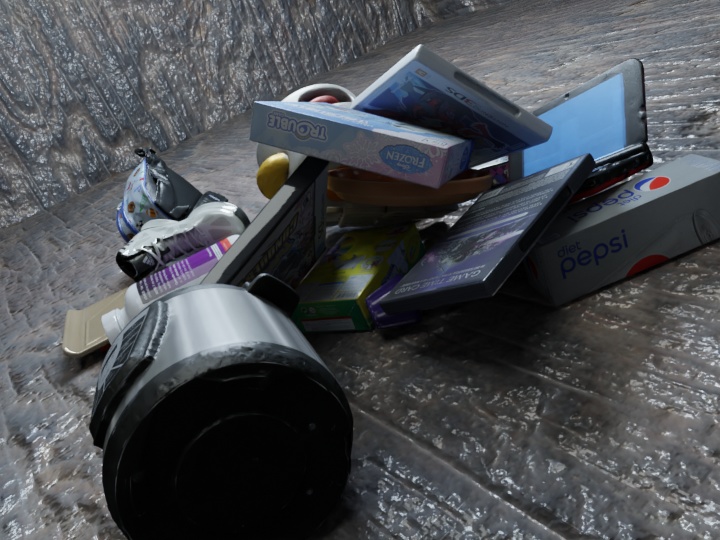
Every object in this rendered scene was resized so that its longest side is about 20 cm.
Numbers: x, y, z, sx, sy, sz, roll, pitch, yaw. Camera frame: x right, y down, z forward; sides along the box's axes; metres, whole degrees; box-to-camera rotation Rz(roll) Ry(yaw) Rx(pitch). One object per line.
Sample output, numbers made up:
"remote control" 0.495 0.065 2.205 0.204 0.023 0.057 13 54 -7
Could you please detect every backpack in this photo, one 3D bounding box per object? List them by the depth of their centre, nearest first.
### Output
"backpack" -0.358 -0.102 1.106 0.154 0.200 0.191 -51 30 12

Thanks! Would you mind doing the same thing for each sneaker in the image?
"sneaker" -0.247 -0.027 0.814 0.199 0.076 0.116 -10 30 26

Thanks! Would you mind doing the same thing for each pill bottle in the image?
"pill bottle" -0.215 0.044 0.760 0.199 0.113 0.112 -28 25 -12

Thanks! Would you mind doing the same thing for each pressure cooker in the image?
"pressure cooker" -0.113 0.107 0.475 0.175 0.180 0.200 -15 22 -17

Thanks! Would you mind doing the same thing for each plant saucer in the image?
"plant saucer" 0.056 -0.103 0.720 0.199 0.033 0.200 -1 15 0

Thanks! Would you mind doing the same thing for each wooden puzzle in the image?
"wooden puzzle" -0.361 0.063 0.948 0.199 0.037 0.185 -24 24 -16

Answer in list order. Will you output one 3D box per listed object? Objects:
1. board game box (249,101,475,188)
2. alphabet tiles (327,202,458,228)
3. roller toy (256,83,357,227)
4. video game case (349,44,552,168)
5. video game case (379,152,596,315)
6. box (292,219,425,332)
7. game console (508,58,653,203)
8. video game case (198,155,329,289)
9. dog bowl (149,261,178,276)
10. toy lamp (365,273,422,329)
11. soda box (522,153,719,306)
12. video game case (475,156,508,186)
"board game box" 0.013 -0.144 0.657 0.199 0.044 0.199 17 20 13
"alphabet tiles" 0.023 -0.072 0.795 0.194 0.015 0.200 -1 0 -5
"roller toy" -0.047 -0.162 0.871 0.182 0.200 0.140 -46 58 12
"video game case" 0.099 -0.183 0.726 0.023 0.182 0.200 -68 19 -9
"video game case" 0.120 -0.034 0.567 0.200 0.019 0.143 -45 16 -31
"box" 0.000 0.000 0.750 0.117 0.049 0.200 -6 31 34
"game console" 0.211 -0.135 0.685 0.172 0.119 0.200 -24 2 -33
"video game case" -0.098 -0.004 0.658 0.025 0.181 0.200 29 64 11
"dog bowl" -0.231 -0.015 0.925 0.199 0.059 0.200 -11 23 4
"toy lamp" 0.101 0.007 0.635 0.199 0.058 0.058 -24 24 -4
"soda box" 0.258 -0.041 0.584 0.199 0.069 0.063 -22 22 -1
"video game case" 0.248 -0.194 0.948 0.180 0.036 0.200 -13 26 21
